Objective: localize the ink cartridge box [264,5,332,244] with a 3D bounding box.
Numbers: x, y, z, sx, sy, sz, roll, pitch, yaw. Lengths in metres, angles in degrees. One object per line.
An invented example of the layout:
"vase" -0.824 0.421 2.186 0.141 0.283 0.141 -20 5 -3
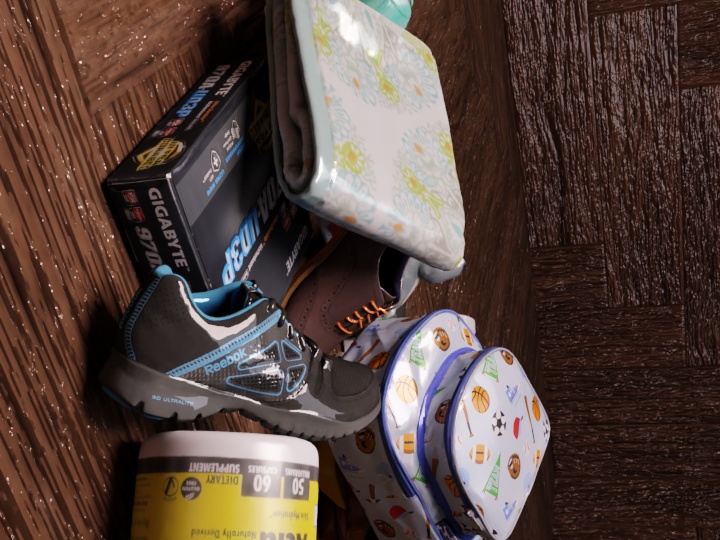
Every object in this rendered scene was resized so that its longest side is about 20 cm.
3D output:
"ink cartridge box" -0.040 -0.142 0.766 0.200 0.040 0.202 70 9 -67

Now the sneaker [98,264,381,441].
"sneaker" -0.056 0.053 0.535 0.199 0.073 0.083 14 96 -43

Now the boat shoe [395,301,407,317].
"boat shoe" 0.042 0.002 1.049 0.074 0.062 0.204 -24 111 -77

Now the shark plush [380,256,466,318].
"shark plush" 0.000 0.000 0.794 0.091 0.199 0.083 50 -2 44

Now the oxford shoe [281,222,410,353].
"oxford shoe" -0.014 0.024 0.711 0.201 0.072 0.071 -60 148 4

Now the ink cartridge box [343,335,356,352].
"ink cartridge box" 0.015 0.168 0.970 0.095 0.037 0.202 -15 103 -74

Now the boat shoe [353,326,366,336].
"boat shoe" 0.013 -0.023 0.947 0.076 0.073 0.201 -41 -155 53

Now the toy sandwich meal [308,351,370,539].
"toy sandwich meal" -0.007 0.179 0.826 0.205 0.070 0.208 -4 90 -73

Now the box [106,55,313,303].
"box" -0.095 -0.042 0.621 0.201 0.046 0.160 -70 151 -55

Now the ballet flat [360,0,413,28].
"ballet flat" -0.002 -0.248 0.917 0.067 0.070 0.200 48 -11 -5

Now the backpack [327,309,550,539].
"backpack" 0.060 0.134 0.739 0.191 0.153 0.200 53 42 -19

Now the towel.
"towel" 0.008 -0.113 0.645 0.170 0.048 0.202 20 55 -42

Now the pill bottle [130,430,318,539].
"pill bottle" -0.082 0.200 0.503 0.111 0.110 0.202 43 46 -66

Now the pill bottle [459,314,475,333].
"pill bottle" 0.125 0.167 1.214 0.104 0.103 0.202 49 39 -63
